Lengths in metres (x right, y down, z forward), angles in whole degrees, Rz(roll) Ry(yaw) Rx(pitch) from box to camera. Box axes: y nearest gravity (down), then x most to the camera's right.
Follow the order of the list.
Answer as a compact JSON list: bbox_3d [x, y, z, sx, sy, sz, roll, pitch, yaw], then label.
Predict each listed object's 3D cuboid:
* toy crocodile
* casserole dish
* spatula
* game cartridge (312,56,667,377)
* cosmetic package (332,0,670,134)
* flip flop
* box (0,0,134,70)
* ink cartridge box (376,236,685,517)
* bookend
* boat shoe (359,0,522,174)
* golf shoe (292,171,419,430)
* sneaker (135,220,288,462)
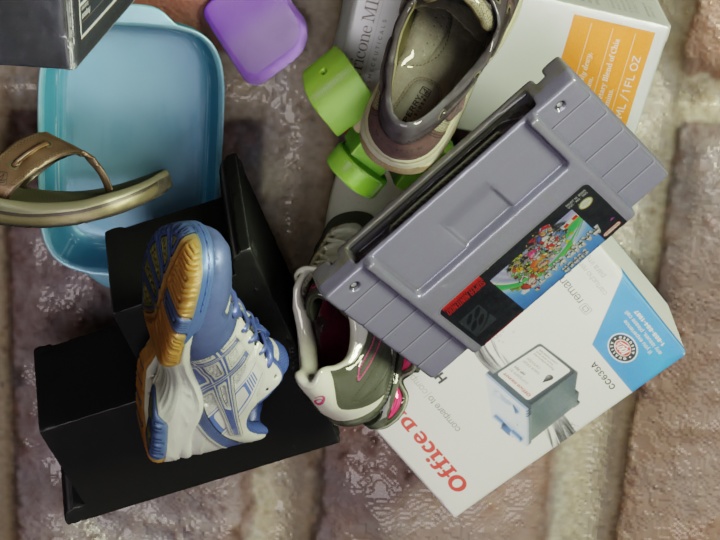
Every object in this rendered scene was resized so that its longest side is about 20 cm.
[{"bbox_3d":[0.044,-0.065,1.348,0.200,0.062,0.068,34,107,-21],"label":"toy crocodile"},{"bbox_3d":[-0.151,-0.085,1.415,0.121,0.039,0.201,2,115,-4],"label":"casserole dish"},{"bbox_3d":[-0.107,-0.209,1.368,0.056,0.021,0.200,-33,111,14],"label":"spatula"},{"bbox_3d":[0.082,-0.026,1.310,0.200,0.038,0.130,-42,132,11],"label":"game cartridge"},{"bbox_3d":[0.086,-0.144,1.379,0.199,0.071,0.102,12,114,-7],"label":"cosmetic package"},{"bbox_3d":[-0.221,-0.060,1.369,0.199,0.081,0.058,2,98,2],"label":"flip flop"},{"bbox_3d":[-0.198,-0.242,1.242,0.123,0.200,0.199,3,115,9],"label":"box"},{"bbox_3d":[0.096,0.048,1.460,0.200,0.086,0.147,-38,109,12],"label":"ink cartridge box"},{"bbox_3d":[-0.138,0.050,1.413,0.199,0.092,0.199,-18,135,6],"label":"bookend"},{"bbox_3d":[0.058,-0.153,1.282,0.072,0.065,0.201,26,72,-3],"label":"boat shoe"},{"bbox_3d":[0.000,0.000,1.384,0.077,0.201,0.088,-7,159,28],"label":"golf shoe"},{"bbox_3d":[-0.086,0.038,1.305,0.088,0.075,0.200,-5,143,-15],"label":"sneaker"}]
